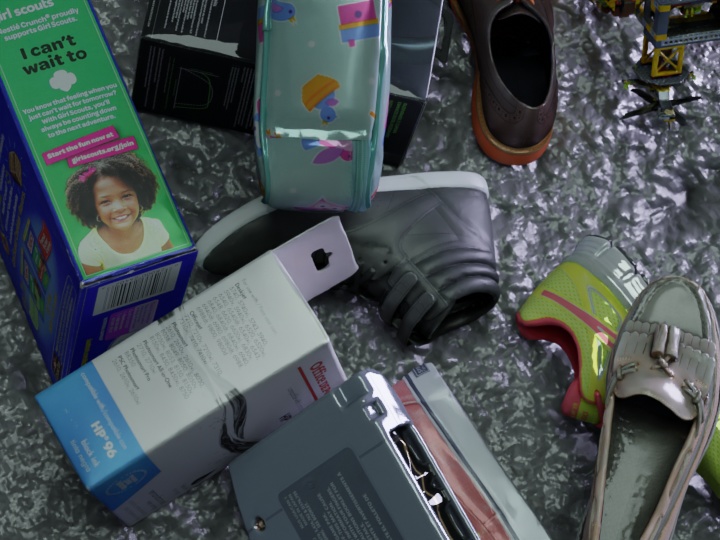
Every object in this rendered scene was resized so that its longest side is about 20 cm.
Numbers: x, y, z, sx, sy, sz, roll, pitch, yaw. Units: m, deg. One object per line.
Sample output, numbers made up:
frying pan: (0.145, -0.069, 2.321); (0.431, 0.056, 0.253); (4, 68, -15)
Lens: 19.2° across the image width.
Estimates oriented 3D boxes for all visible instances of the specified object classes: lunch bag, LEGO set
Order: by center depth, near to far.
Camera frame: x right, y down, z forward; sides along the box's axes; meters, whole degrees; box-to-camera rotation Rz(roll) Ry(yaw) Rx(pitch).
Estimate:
lunch bag: (-0.021, -0.134, 1.245); (0.077, 0.160, 0.201); (3, 91, -1)
LEGO set: (0.244, -0.164, 1.450); (0.199, 0.116, 0.154); (-13, 39, -20)

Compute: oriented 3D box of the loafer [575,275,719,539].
loafer: (0.172, 0.095, 1.255); (0.072, 0.063, 0.201); (13, 77, 10)

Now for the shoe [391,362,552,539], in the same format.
shoe: (0.060, 0.161, 1.274); (0.091, 0.071, 0.200); (-34, 87, 1)

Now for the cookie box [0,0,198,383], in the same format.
cookie box: (-0.175, -0.051, 1.269); (0.075, 0.171, 0.201); (-18, 70, -20)

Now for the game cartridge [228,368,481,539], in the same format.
game cartridge: (0.009, 0.172, 1.220); (0.040, 0.133, 0.201); (-16, 74, -57)

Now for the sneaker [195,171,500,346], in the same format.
sneaker: (0.000, 0.000, 1.330); (0.199, 0.071, 0.100); (-9, 62, -18)

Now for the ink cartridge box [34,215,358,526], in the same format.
ink cartridge box: (-0.076, 0.060, 1.236); (0.200, 0.116, 0.068); (-32, 73, -3)

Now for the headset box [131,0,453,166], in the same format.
headset box: (-0.035, -0.179, 1.395); (0.199, 0.093, 0.175); (11, 64, -5)

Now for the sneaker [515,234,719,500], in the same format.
sneaker: (0.172, 0.078, 1.331); (0.090, 0.078, 0.200); (-33, 69, -13)

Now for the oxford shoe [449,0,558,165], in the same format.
oxford shoe: (0.103, -0.175, 1.429); (0.071, 0.073, 0.201); (-4, 66, -11)
